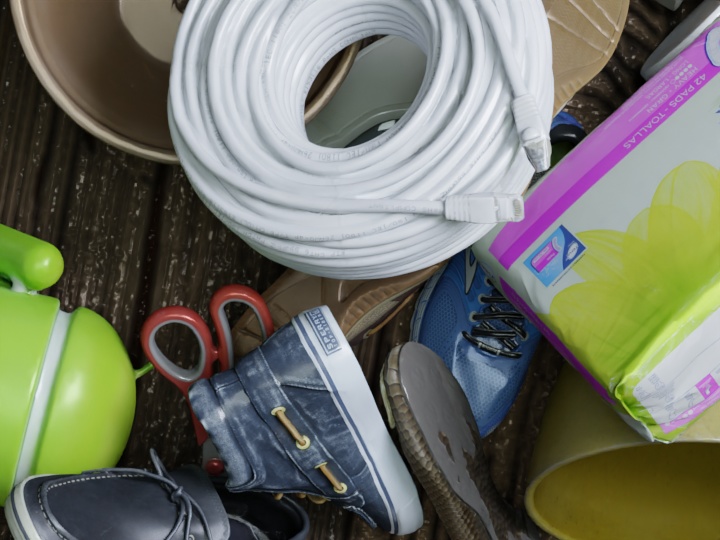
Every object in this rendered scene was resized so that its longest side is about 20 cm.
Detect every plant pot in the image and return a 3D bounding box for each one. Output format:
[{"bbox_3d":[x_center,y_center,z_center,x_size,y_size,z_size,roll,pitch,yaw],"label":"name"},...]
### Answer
[{"bbox_3d":[-0.096,-0.157,1.100,0.199,0.093,0.203,0,89,-7],"label":"plant pot"},{"bbox_3d":[0.194,0.068,1.099,0.198,0.200,0.143,9,64,-6],"label":"plant pot"}]

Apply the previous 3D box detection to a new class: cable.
[{"bbox_3d":[0.001,-0.095,0.994,0.198,0.069,0.202,-9,69,16],"label":"cable"}]

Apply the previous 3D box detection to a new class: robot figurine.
[{"bbox_3d":[-0.213,0.064,1.074,0.198,0.116,0.177,14,94,-7],"label":"robot figurine"}]

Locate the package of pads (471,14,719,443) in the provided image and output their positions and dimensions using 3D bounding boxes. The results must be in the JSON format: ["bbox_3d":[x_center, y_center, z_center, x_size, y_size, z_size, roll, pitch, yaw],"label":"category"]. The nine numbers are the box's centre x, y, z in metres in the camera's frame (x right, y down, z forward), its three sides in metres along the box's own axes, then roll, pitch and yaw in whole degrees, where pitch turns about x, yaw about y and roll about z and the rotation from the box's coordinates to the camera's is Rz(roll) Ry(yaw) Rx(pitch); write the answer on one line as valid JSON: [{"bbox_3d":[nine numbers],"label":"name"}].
[{"bbox_3d":[0.175,-0.025,1.004,0.200,0.155,0.068,-43,133,1],"label":"package of pads"}]

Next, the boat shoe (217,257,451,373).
[{"bbox_3d":[0.000,0.000,1.122,0.072,0.072,0.200,42,92,5],"label":"boat shoe"}]

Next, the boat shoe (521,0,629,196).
[{"bbox_3d":[0.080,-0.106,1.074,0.074,0.069,0.201,42,63,-18],"label":"boat shoe"}]

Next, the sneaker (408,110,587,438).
[{"bbox_3d":[0.082,0.002,1.122,0.078,0.089,0.202,17,90,-6],"label":"sneaker"}]

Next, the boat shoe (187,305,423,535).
[{"bbox_3d":[-0.030,0.098,1.075,0.090,0.201,0.071,-27,52,-2],"label":"boat shoe"}]

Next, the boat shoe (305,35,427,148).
[{"bbox_3d":[0.009,-0.081,1.139,0.199,0.073,0.062,-30,136,-13],"label":"boat shoe"}]

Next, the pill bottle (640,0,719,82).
[{"bbox_3d":[0.261,-0.073,1.132,0.110,0.110,0.200,-45,94,-5],"label":"pill bottle"}]

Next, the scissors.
[{"bbox_3d":[-0.074,0.099,1.095,0.072,0.014,0.202,-9,118,-2],"label":"scissors"}]

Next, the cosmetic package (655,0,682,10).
[{"bbox_3d":[0.156,-0.223,1.067,0.105,0.200,0.071,35,85,11],"label":"cosmetic package"}]

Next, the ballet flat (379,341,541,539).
[{"bbox_3d":[0.051,0.119,1.103,0.046,0.068,0.201,-9,132,26],"label":"ballet flat"}]

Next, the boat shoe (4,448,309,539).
[{"bbox_3d":[-0.103,0.133,1.038,0.062,0.199,0.075,-44,53,24],"label":"boat shoe"}]
